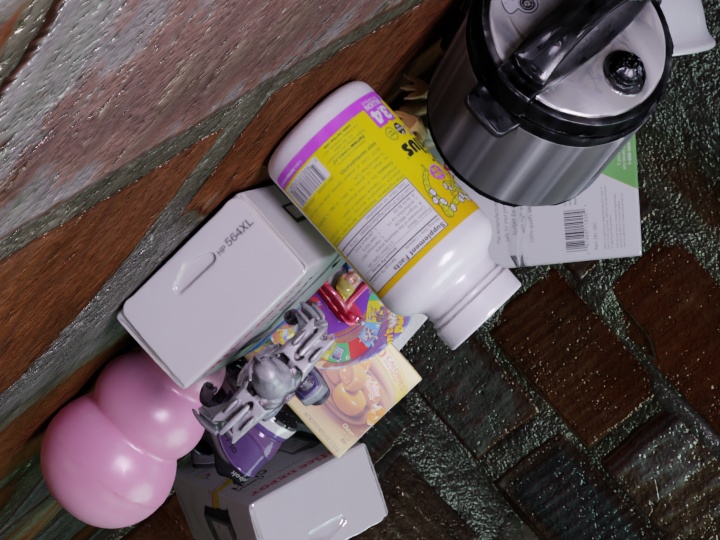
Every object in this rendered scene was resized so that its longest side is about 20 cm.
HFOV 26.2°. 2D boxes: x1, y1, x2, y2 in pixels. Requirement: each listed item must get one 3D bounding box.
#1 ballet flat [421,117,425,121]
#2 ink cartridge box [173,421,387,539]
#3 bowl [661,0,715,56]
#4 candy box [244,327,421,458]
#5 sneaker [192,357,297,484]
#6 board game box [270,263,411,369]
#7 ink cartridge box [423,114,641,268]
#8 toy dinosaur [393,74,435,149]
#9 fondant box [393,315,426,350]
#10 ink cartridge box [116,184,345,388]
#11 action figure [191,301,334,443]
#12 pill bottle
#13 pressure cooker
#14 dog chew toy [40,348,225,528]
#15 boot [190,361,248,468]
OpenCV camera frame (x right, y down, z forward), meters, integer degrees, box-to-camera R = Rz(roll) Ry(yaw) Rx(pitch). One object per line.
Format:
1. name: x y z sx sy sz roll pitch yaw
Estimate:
1. ballet flat: 0.047 -0.100 1.630 0.075 0.068 0.200 -14 161 -25
2. ink cartridge box: -0.086 0.228 1.589 0.147 0.087 0.199 -26 -166 -27
3. bowl: 0.256 -0.268 1.552 0.198 0.092 0.201 -2 -166 0
4. candy box: -0.048 0.067 1.495 0.115 0.200 0.055 -42 -171 -3
5. sneaker: -0.142 0.120 1.444 0.088 0.075 0.200 -51 -140 6
6. board game box: 0.000 0.000 1.413 0.156 0.039 0.203 -2 107 -33
7. ink cartridge box: 0.161 -0.085 1.464 0.197 0.148 0.085 -5 -155 6
8. toy dinosaur: 0.050 -0.119 1.368 0.197 0.061 0.107 -7 153 -8
9. fondant box: -0.029 0.069 1.647 0.144 0.058 0.200 -48 -160 -14
10. ink cartridge box: -0.093 0.006 1.265 0.146 0.084 0.200 -44 177 15
11. action figure: -0.075 0.087 1.251 0.129 0.070 0.200 -34 172 -4
12. pill bottle: 0.029 -0.039 1.170 0.104 0.200 0.104 -42 177 -3
13. pressure cooker: 0.157 -0.164 1.252 0.200 0.176 0.178 123 -27 -65
14. dog chew toy: -0.194 0.129 1.375 0.201 0.124 0.125 -52 175 7
15. boot: -0.115 0.112 1.584 0.199 0.133 0.070 -30 180 27
